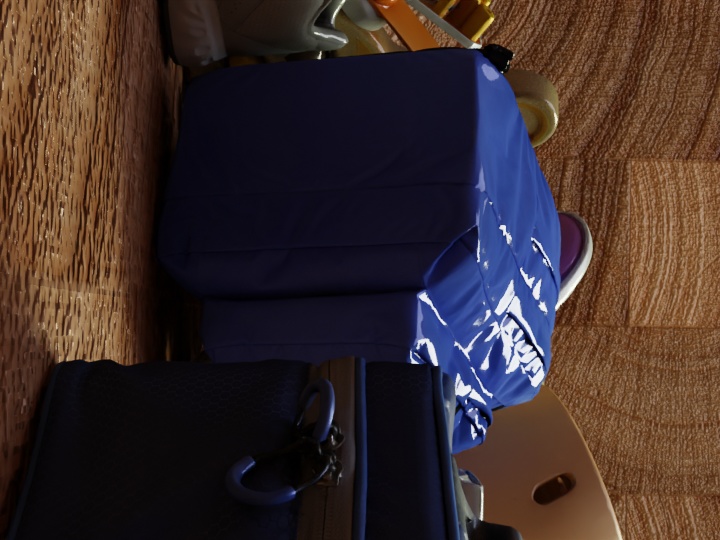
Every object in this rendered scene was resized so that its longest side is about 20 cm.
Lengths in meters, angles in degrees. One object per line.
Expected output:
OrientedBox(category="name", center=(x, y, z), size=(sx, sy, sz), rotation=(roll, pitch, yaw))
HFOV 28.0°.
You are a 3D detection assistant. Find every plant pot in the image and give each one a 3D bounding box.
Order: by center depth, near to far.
OrientedBox(category="plant pot", center=(0.066, 0.152, 0.846), size=(0.200, 0.140, 0.200), rotation=(160, -90, -84))

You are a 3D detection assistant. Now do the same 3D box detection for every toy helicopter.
OrientedBox(category="toy helicopter", center=(0.011, -0.107, 0.733), size=(0.132, 0.200, 0.079), rotation=(118, -21, -47))

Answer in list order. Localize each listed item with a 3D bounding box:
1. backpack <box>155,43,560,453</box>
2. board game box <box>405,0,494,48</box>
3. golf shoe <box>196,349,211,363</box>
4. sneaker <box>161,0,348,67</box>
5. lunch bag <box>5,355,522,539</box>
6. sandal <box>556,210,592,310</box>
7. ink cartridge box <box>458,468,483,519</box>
OrientedBox(category="backpack", center=(0.006, 0.006, 0.688), size=(0.200, 0.162, 0.168), rotation=(48, 49, -62))
OrientedBox(category="board game box", center=(0.002, -0.241, 0.908), size=(0.026, 0.200, 0.200), rotation=(-46, -161, 26))
OrientedBox(category="golf shoe", center=(-0.070, 0.128, 0.765), size=(0.097, 0.078, 0.200), rotation=(-28, 117, -69))
OrientedBox(category="sneaker", center=(-0.039, -0.160, 0.599), size=(0.200, 0.092, 0.076), rotation=(93, -2, -64))
OrientedBox(category="lunch bag", center=(-0.022, 0.114, 0.404), size=(0.136, 0.132, 0.200), rotation=(-90, -178, -56))
OrientedBox(category="sandal", center=(0.042, 0.019, 0.810), size=(0.082, 0.203, 0.050), rotation=(51, -11, 50))
OrientedBox(category="ink cartridge box", center=(-0.019, 0.188, 0.652), size=(0.083, 0.146, 0.200), rotation=(63, 28, -86))
